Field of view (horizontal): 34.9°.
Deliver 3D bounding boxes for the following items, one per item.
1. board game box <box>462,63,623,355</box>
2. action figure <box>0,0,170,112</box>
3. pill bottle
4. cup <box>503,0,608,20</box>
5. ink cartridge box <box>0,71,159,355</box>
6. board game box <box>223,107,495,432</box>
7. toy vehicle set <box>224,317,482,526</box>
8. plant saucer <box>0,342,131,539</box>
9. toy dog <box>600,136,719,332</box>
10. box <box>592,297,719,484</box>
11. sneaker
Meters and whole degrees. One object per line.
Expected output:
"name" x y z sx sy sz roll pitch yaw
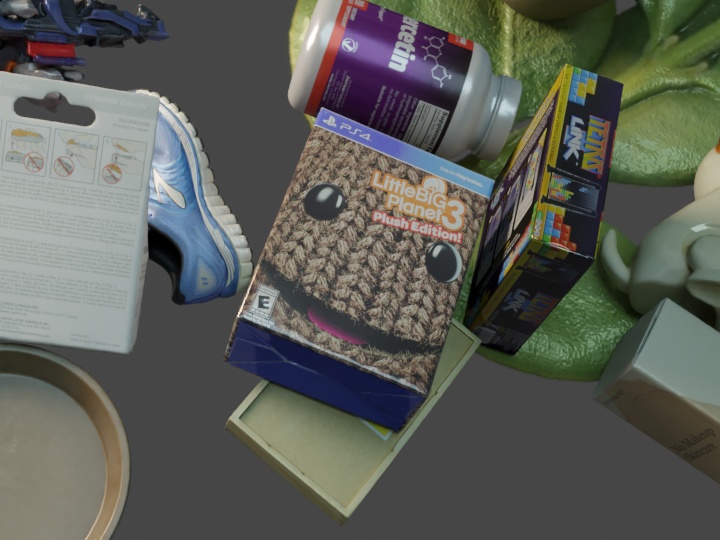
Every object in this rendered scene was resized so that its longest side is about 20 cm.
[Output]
"board game box" 0.149 -0.044 0.959 0.056 0.200 0.167 18 64 -3
"action figure" -0.276 -0.231 1.016 0.198 0.104 0.196 4 68 -45
"pill bottle" 0.041 -0.169 1.036 0.197 0.113 0.114 19 63 -5
"cup" 0.197 -0.332 1.132 0.197 0.144 0.203 5 65 -11
"ink cartridge box" -0.244 -0.044 0.893 0.160 0.057 0.203 8 90 -8
"board game box" 0.000 0.000 0.929 0.158 0.097 0.202 21 63 -4
"toy vehicle set" -0.002 0.094 0.956 0.124 0.027 0.200 39 63 5
"plant saucer" -0.272 0.153 0.860 0.197 0.030 0.203 5 66 -12
"toy dog" 0.337 -0.030 1.054 0.192 0.140 0.201 15 58 35
"box" 0.312 0.121 0.988 0.199 0.095 0.078 33 63 3
"sneaker" -0.166 -0.062 0.956 0.088 0.079 0.202 -22 74 -25
